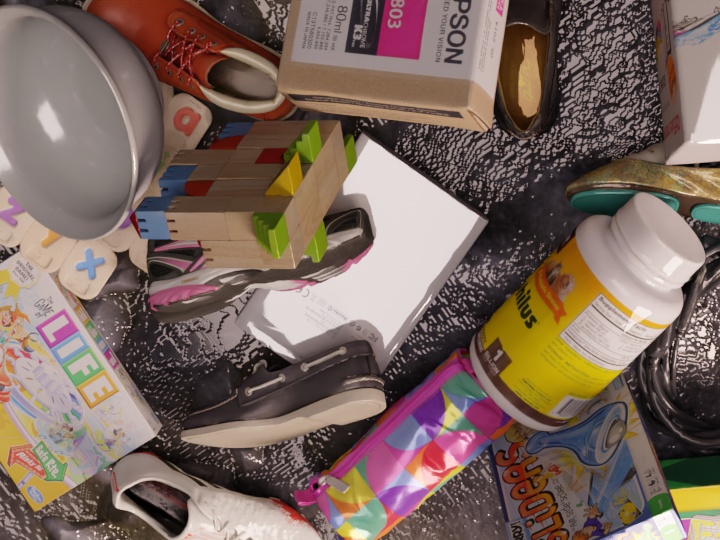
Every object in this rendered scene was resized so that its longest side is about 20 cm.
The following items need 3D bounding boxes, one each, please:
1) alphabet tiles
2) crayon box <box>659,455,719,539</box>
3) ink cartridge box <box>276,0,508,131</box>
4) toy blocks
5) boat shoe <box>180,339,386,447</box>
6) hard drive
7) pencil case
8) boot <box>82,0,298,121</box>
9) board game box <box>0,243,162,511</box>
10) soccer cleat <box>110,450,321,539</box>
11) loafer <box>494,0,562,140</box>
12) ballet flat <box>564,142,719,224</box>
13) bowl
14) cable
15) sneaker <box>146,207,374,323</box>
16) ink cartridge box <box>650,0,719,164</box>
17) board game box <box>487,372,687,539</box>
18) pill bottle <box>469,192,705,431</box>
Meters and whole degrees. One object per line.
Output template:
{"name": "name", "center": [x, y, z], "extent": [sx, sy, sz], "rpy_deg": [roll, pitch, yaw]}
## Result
{"name": "alphabet tiles", "center": [-0.225, -0.086, 1.522], "extent": [0.199, 0.015, 0.197], "rpy_deg": [33, 92, -3]}
{"name": "crayon box", "center": [0.274, 0.262, 1.537], "extent": [0.171, 0.058, 0.202], "rpy_deg": [-5, 112, 6]}
{"name": "ink cartridge box", "center": [0.033, -0.222, 1.411], "extent": [0.163, 0.075, 0.202], "rpy_deg": [7, 83, 18]}
{"name": "toy blocks", "center": [-0.097, -0.063, 1.425], "extent": [0.135, 0.200, 0.101], "rpy_deg": [1, 122, 19]}
{"name": "boat shoe", "center": [-0.068, 0.108, 1.535], "extent": [0.198, 0.072, 0.063], "rpy_deg": [-16, 69, 27]}
{"name": "hard drive", "center": [0.000, 0.000, 1.531], "extent": [0.131, 0.025, 0.201], "rpy_deg": [34, 102, -3]}
{"name": "pencil case", "center": [0.042, 0.155, 1.531], "extent": [0.200, 0.088, 0.088], "rpy_deg": [-42, 96, 8]}
{"name": "boot", "center": [-0.141, -0.181, 1.460], "extent": [0.198, 0.107, 0.076], "rpy_deg": [22, 99, 0]}
{"name": "board game box", "center": [-0.285, 0.092, 1.566], "extent": [0.134, 0.034, 0.201], "rpy_deg": [-32, 98, 9]}
{"name": "soccer cleat", "center": [-0.128, 0.219, 1.554], "extent": [0.199, 0.085, 0.069], "rpy_deg": [26, 103, -5]}
{"name": "loafer", "center": [0.132, -0.206, 1.454], "extent": [0.072, 0.072, 0.202], "rpy_deg": [-8, 100, 7]}
{"name": "ballet flat", "center": [0.269, -0.073, 1.481], "extent": [0.198, 0.071, 0.071], "rpy_deg": [6, 102, 1]}
{"name": "bowl", "center": [-0.224, -0.133, 1.444], "extent": [0.200, 0.090, 0.203], "rpy_deg": [24, 130, 32]}
{"name": "cable", "center": [0.320, 0.069, 1.517], "extent": [0.161, 0.051, 0.202], "rpy_deg": [4, 106, -5]}
{"name": "sneaker", "center": [-0.090, -0.027, 1.485], "extent": [0.198, 0.080, 0.087], "rpy_deg": [-15, 74, -1]}
{"name": "ink cartridge box", "center": [0.304, -0.193, 1.386], "extent": [0.143, 0.147, 0.202], "rpy_deg": [-5, 87, 4]}
{"name": "board game box", "center": [0.180, 0.174, 1.467], "extent": [0.134, 0.201, 0.035], "rpy_deg": [-26, 118, 9]}
{"name": "pill bottle", "center": [0.187, 0.032, 1.460], "extent": [0.109, 0.109, 0.200], "rpy_deg": [40, 117, -5]}
